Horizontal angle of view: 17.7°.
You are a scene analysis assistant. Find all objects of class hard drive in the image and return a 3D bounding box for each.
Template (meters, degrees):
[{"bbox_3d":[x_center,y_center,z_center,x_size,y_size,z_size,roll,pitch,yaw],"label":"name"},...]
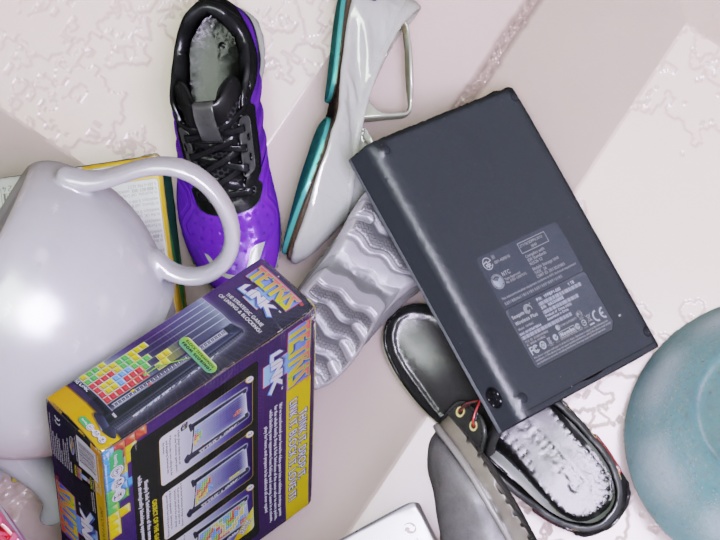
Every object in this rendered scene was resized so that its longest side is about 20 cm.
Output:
[{"bbox_3d":[0.095,-0.011,1.499,0.139,0.033,0.201,-24,82,-38],"label":"hard drive"}]

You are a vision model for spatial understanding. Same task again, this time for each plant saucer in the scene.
[{"bbox_3d":[0.266,0.096,1.474,0.200,0.039,0.202,-5,61,8],"label":"plant saucer"}]

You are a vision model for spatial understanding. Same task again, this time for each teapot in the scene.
[{"bbox_3d":[-0.175,0.036,1.422,0.145,0.200,0.198,27,70,-11],"label":"teapot"}]

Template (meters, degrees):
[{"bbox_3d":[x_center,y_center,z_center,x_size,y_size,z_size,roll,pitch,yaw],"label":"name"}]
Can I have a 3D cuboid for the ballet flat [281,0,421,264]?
[{"bbox_3d":[-0.001,-0.097,1.536,0.069,0.069,0.201,12,81,4],"label":"ballet flat"}]

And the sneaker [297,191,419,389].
[{"bbox_3d":[0.000,0.000,1.519,0.075,0.082,0.200,48,67,-5],"label":"sneaker"}]

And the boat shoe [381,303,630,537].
[{"bbox_3d":[0.095,0.093,1.511,0.201,0.063,0.074,43,89,7],"label":"boat shoe"}]

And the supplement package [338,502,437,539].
[{"bbox_3d":[-0.007,0.276,1.452,0.199,0.147,0.192,-28,83,-1],"label":"supplement package"}]

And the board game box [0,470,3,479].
[{"bbox_3d":[-0.338,0.110,1.453,0.134,0.199,0.034,43,126,25],"label":"board game box"}]

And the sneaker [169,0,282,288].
[{"bbox_3d":[-0.095,-0.084,1.516,0.069,0.100,0.202,-7,83,4],"label":"sneaker"}]

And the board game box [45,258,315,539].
[{"bbox_3d":[-0.105,0.111,1.410,0.165,0.201,0.057,-35,58,-29],"label":"board game box"}]

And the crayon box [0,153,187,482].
[{"bbox_3d":[-0.178,0.033,1.532,0.125,0.052,0.201,-8,83,3],"label":"crayon box"}]

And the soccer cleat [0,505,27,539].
[{"bbox_3d":[-0.212,0.188,1.411,0.067,0.076,0.200,-42,98,-35],"label":"soccer cleat"}]

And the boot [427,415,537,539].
[{"bbox_3d":[0.017,0.208,1.358,0.199,0.073,0.183,-29,81,5],"label":"boot"}]
